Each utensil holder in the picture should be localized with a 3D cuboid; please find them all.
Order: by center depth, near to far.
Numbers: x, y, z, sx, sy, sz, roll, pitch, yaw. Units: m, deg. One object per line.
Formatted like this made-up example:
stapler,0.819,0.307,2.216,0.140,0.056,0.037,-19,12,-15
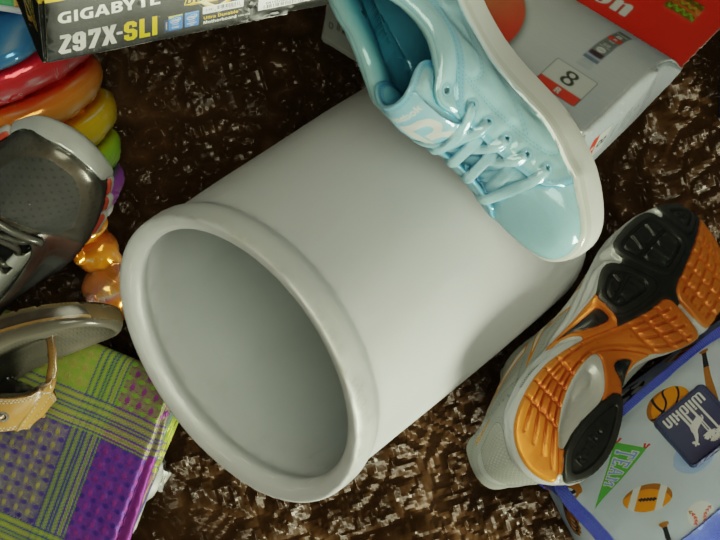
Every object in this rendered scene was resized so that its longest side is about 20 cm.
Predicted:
utensil holder,0.000,0.000,1.524,0.200,0.170,0.170,-36,98,-36

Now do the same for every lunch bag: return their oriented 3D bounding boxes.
lunch bag,0.192,0.107,1.569,0.170,0.200,0.124,-38,97,-2

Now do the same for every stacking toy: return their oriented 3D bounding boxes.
stacking toy,-0.168,-0.060,1.578,0.109,0.116,0.201,-6,118,35

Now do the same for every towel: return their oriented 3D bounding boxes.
towel,-0.187,0.132,1.591,0.143,0.023,0.201,20,91,21

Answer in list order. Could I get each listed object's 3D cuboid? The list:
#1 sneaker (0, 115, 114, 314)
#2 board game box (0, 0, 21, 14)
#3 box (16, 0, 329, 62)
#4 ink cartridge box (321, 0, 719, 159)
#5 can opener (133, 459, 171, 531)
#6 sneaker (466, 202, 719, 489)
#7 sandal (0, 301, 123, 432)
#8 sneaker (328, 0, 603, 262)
sneaker,-0.199,-0.002,1.526,0.077,0.082,0.200,35,133,-10
board game box,-0.181,-0.193,1.528,0.199,0.135,0.034,10,136,6
box,-0.115,-0.200,1.480,0.159,0.200,0.050,-14,138,-13
ink cartridge box,0.099,-0.147,1.540,0.162,0.050,0.200,33,50,16
can opener,-0.114,0.050,1.604,0.067,0.053,0.201,19,90,-8
sneaker,0.120,0.041,1.553,0.076,0.092,0.200,49,58,-11
sandal,-0.207,0.069,1.548,0.199,0.082,0.055,-26,76,20
sneaker,0.043,-0.079,1.426,0.200,0.074,0.082,55,45,-6
